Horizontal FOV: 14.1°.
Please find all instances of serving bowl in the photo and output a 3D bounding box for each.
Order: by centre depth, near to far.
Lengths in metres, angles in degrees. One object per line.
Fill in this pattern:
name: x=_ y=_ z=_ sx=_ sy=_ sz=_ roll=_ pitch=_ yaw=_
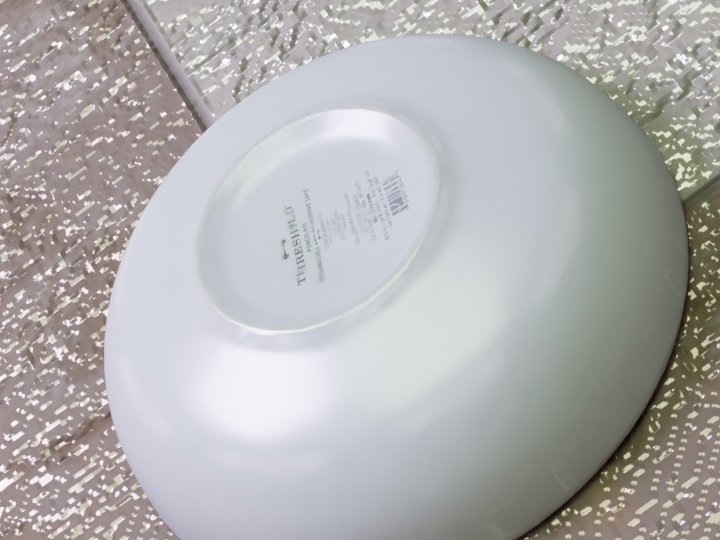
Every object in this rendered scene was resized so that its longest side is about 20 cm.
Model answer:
serving bowl: x=0.000 y=0.000 z=0.923 sx=0.200 sy=0.066 sz=0.200 roll=-15 pitch=51 yaw=20
